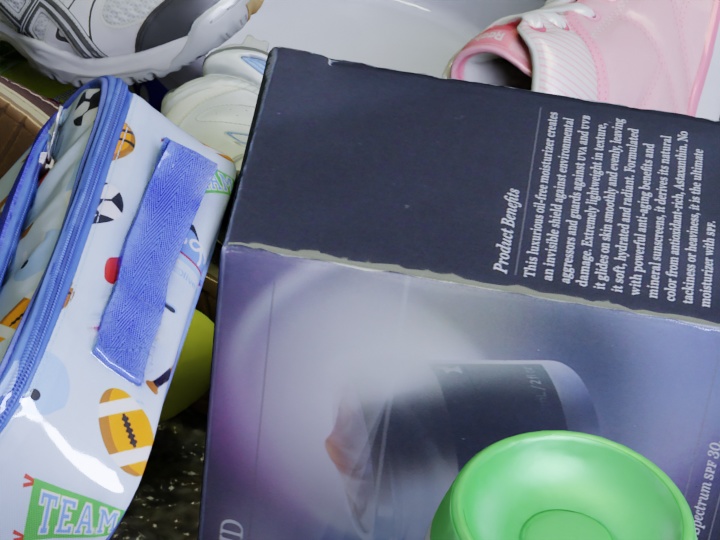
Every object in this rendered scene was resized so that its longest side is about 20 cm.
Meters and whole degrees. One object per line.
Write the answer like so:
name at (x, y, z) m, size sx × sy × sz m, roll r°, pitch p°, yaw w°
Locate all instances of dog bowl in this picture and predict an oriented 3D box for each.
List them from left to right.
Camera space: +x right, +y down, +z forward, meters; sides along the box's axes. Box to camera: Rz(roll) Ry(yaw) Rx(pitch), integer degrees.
dog bowl at (-0.005, -0.098, 1.216) m, size 0.199 × 0.079 × 0.201 m, roll 5°, pitch 41°, yaw -4°

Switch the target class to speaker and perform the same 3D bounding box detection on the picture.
speaker at (0.051, 0.146, 0.854) m, size 0.088 × 0.201 × 0.089 m, roll 5°, pitch 40°, yaw -4°

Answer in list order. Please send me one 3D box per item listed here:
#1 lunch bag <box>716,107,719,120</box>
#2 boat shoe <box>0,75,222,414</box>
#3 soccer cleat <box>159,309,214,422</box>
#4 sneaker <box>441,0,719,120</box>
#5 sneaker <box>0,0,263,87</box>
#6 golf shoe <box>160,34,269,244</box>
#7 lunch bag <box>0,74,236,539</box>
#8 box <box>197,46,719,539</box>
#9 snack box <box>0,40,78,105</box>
lunch bag at (0.212, -0.012, 1.094) m, size 0.163 × 0.118 × 0.201 m, roll 5°, pitch 62°, yaw 41°
boat shoe at (-0.104, -0.021, 1.104) m, size 0.200 × 0.072 × 0.072 m, roll 35°, pitch 26°, yaw 1°
soccer cleat at (-0.147, 0.054, 1.031) m, size 0.199 × 0.065 × 0.084 m, roll -7°, pitch 28°, yaw -8°
sneaker at (0.093, -0.098, 1.110) m, size 0.104 × 0.075 × 0.201 m, roll 27°, pitch 58°, yaw -25°
sneaker at (-0.132, -0.133, 1.119) m, size 0.199 × 0.088 × 0.076 m, roll 9°, pitch 45°, yaw 33°
golf shoe at (0.000, 0.000, 1.082) m, size 0.199 × 0.078 × 0.097 m, roll 32°, pitch 36°, yaw -10°
lunch bag at (-0.112, 0.030, 0.899) m, size 0.075 × 0.160 × 0.201 m, roll 34°, pitch 37°, yaw -18°
box at (0.047, 0.047, 0.973) m, size 0.197 × 0.201 × 0.124 m, roll 9°, pitch 40°, yaw 3°
snack box at (-0.224, -0.046, 1.149) m, size 0.142 × 0.053 × 0.200 m, roll 29°, pitch 44°, yaw 25°
